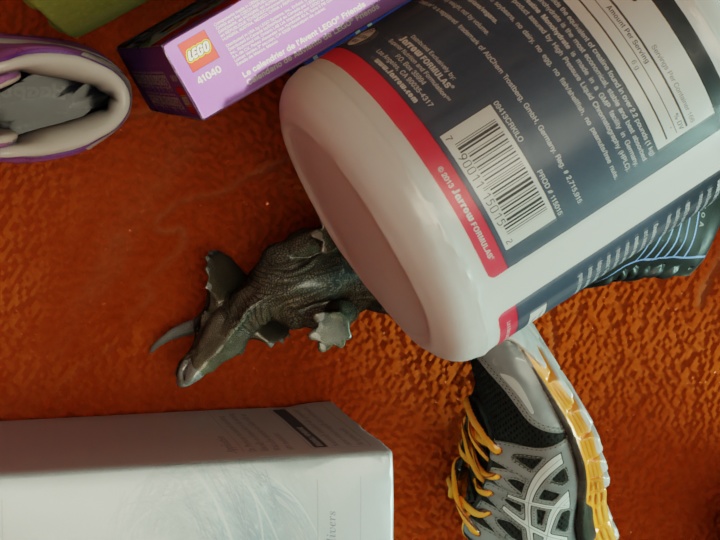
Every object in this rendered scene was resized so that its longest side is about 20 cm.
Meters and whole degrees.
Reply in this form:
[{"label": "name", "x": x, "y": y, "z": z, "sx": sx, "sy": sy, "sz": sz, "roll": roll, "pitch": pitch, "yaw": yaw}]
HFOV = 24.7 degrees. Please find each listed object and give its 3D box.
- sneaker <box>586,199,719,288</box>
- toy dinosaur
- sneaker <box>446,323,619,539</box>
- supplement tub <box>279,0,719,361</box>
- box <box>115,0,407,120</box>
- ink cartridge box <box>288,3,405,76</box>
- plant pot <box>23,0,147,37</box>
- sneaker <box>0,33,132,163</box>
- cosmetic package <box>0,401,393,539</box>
[{"label": "sneaker", "x": 0.132, "y": -0.020, "z": 0.812, "sx": 0.200, "sy": 0.070, "sz": 0.078, "roll": -38, "pitch": 117, "yaw": -39}, {"label": "toy dinosaur", "x": 0.000, "y": 0.000, "z": 0.802, "sx": 0.200, "sy": 0.102, "sz": 0.077, "roll": -16, "pitch": 100, "yaw": -20}, {"label": "sneaker", "x": 0.078, "y": 0.100, "z": 0.816, "sx": 0.077, "sy": 0.078, "sz": 0.200, "roll": -20, "pitch": 128, "yaw": -2}, {"label": "supplement tub", "x": 0.080, "y": -0.068, "z": 0.689, "sx": 0.200, "sy": 0.140, "sz": 0.140, "roll": -33, "pitch": 104, "yaw": -10}, {"label": "box", "x": -0.009, "y": -0.135, "z": 0.754, "sx": 0.200, "sy": 0.137, "sz": 0.039, "roll": -32, "pitch": 104, "yaw": -10}, {"label": "ink cartridge box", "x": 0.068, "y": -0.120, "z": 0.827, "sx": 0.200, "sy": 0.044, "sz": 0.094, "roll": -32, "pitch": 103, "yaw": -10}, {"label": "plant pot", "x": -0.089, "y": -0.205, "z": 0.713, "sx": 0.190, "sy": 0.200, "sz": 0.200, "roll": -36, "pitch": 105, "yaw": 4}, {"label": "sneaker", "x": -0.199, "y": -0.076, "z": 0.719, "sx": 0.200, "sy": 0.114, "sz": 0.073, "roll": -8, "pitch": 100, "yaw": -14}, {"label": "cosmetic package", "x": -0.095, "y": 0.174, "z": 0.777, "sx": 0.200, "sy": 0.123, "sz": 0.199, "roll": -2, "pitch": 97, "yaw": -15}]
